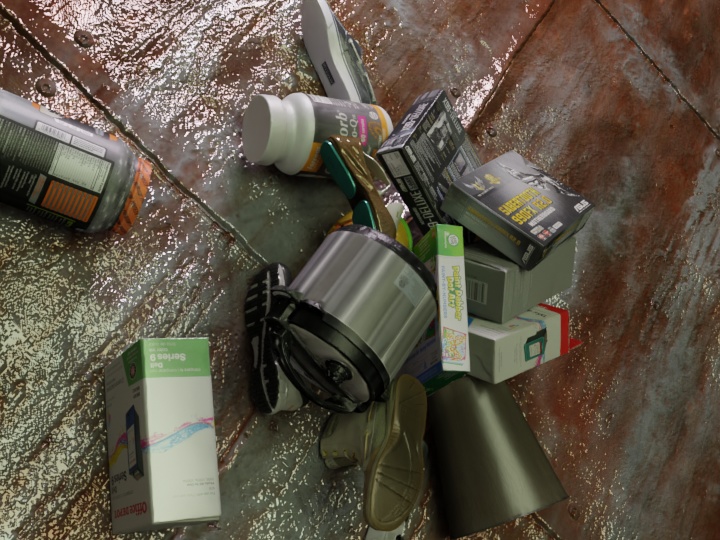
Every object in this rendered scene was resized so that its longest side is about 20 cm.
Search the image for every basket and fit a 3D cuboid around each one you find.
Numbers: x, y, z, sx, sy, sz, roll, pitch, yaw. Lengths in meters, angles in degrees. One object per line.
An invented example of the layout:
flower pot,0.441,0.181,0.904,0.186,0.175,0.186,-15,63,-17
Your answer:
basket,0.176,0.252,1.296,0.179,0.136,0.202,-17,76,-11

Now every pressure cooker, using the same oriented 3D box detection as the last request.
pressure cooker,-0.019,0.066,1.121,0.175,0.179,0.201,30,64,13

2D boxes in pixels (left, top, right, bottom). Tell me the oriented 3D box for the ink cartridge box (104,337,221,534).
ink cartridge box,-0.227,0.190,1.043,0.087,0.145,0.202,1,73,-32

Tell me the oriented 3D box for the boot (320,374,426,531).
boot,0.008,0.243,1.172,0.072,0.154,0.202,31,52,-27

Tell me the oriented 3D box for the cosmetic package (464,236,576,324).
cosmetic package,0.221,0.000,1.336,0.199,0.106,0.091,-25,123,-45

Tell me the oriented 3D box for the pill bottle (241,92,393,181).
pill bottle,-0.061,-0.190,1.308,0.198,0.116,0.118,2,72,-33

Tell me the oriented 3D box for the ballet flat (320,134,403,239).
ballet flat,0.014,-0.096,1.229,0.072,0.068,0.202,-17,73,-27

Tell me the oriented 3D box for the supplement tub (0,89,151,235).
supplement tub,-0.358,-0.121,1.084,0.199,0.122,0.124,22,62,-26

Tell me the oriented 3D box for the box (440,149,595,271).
box,0.231,-0.092,1.323,0.158,0.049,0.199,38,37,18

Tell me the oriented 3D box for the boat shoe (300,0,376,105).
boat shoe,-0.029,-0.330,1.407,0.067,0.072,0.202,-21,88,-34

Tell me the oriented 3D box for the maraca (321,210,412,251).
maraca,0.000,0.000,1.283,0.107,0.136,0.202,57,47,-60

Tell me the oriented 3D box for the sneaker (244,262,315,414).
sneaker,-0.103,0.090,1.217,0.079,0.073,0.202,9,74,-42

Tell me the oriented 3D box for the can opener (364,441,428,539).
can opener,0.046,0.325,1.242,0.067,0.052,0.202,54,46,-50

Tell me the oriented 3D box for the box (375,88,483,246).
box,0.118,-0.139,1.347,0.201,0.049,0.158,57,45,-26

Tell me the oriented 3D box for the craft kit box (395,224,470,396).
craft kit box,0.092,0.064,1.265,0.048,0.200,0.200,2,72,-16

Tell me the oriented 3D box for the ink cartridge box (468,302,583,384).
ink cartridge box,0.217,0.090,1.314,0.199,0.116,0.068,-16,111,-37

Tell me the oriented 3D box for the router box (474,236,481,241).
router box,0.177,0.038,1.421,0.156,0.052,0.202,14,66,-29
